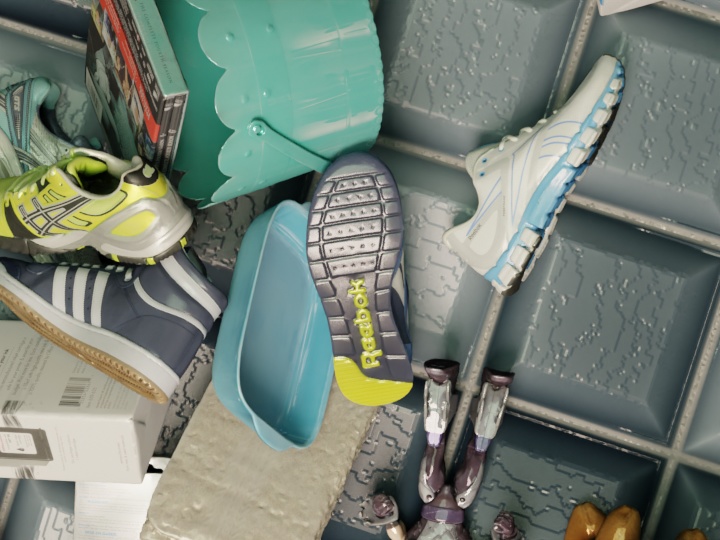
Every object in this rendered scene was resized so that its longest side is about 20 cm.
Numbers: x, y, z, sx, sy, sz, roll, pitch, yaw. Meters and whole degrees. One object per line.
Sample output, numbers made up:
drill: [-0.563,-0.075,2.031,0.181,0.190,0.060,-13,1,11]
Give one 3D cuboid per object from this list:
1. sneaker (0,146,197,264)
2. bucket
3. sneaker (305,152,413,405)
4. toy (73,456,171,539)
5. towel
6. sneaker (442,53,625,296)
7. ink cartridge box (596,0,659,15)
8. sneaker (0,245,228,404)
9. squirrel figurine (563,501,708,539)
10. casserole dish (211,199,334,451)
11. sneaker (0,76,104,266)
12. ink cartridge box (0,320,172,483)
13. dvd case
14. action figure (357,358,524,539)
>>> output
sneaker: [-0.212,-0.058,1.230,0.200,0.075,0.076,3,130,28]
bucket: [-0.079,-0.155,1.239,0.135,0.207,0.207,-14,87,-19]
sneaker: [0.000,0.000,1.263,0.074,0.082,0.200,-2,116,3]
toy: [-0.169,0.243,1.333,0.115,0.047,0.200,3,94,1]
towel: [-0.074,0.148,1.287,0.132,0.034,0.200,24,62,4]
sneaker: [0.129,-0.086,1.284,0.087,0.075,0.200,32,94,13]
ink cartridge box: [0.188,-0.302,1.253,0.067,0.116,0.200,-14,88,8]
sneaker: [-0.187,0.013,1.250,0.200,0.070,0.109,27,73,31]
squirrel figurine: [0.193,0.274,1.212,0.141,0.187,0.200,23,93,7]
casserole dish: [-0.062,0.041,1.270,0.039,0.121,0.200,-5,58,31]
sneaker: [-0.238,-0.064,1.331,0.086,0.078,0.200,-29,86,3]
ink cartridge box: [-0.256,0.099,1.299,0.200,0.116,0.067,2,125,8]
dvd case: [-0.170,-0.138,1.246,0.022,0.200,0.146,-14,67,-21]
action figure: [0.066,0.171,1.292,0.130,0.069,0.200,8,95,-2]
